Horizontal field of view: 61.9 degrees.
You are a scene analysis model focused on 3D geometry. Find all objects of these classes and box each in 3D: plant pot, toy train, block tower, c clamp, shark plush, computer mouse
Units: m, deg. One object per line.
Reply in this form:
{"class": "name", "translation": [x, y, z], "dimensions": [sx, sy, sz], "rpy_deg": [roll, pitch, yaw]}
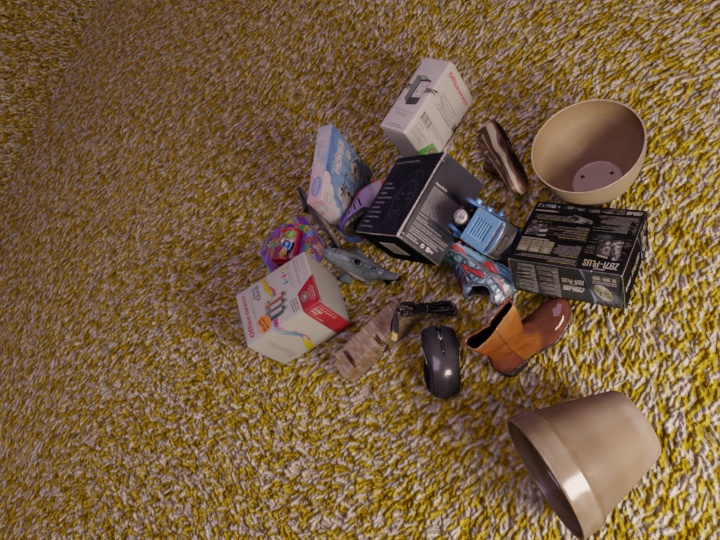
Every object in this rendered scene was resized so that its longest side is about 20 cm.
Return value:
{"class": "plant pot", "translation": [0.441, -0.201, 1.140], "dimensions": [0.199, 0.134, 0.201], "rpy_deg": [-14, 59, 25]}
{"class": "toy train", "translation": [0.252, -0.070, 1.149], "dimensions": [0.114, 0.200, 0.087], "rpy_deg": [42, 106, 35]}
{"class": "plant pot", "translation": [0.353, 0.279, 0.932], "dimensions": [0.173, 0.200, 0.200], "rpy_deg": [-29, 53, -5]}
{"class": "block tower", "translation": [0.033, 0.144, 1.261], "dimensions": [0.200, 0.058, 0.054], "rpy_deg": [-43, 53, 4]}
{"class": "c clamp", "translation": [-0.098, -0.124, 1.436], "dimensions": [0.027, 0.171, 0.200], "rpy_deg": [-32, 64, -7]}
{"class": "shark plush", "translation": [0.000, 0.000, 1.336], "dimensions": [0.200, 0.083, 0.091], "rpy_deg": [34, 85, 38]}
{"class": "computer mouse", "translation": [0.128, 0.144, 1.168], "dimensions": [0.139, 0.046, 0.201], "rpy_deg": [3, 65, -3]}

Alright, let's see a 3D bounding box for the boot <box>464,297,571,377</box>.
{"class": "boot", "translation": [0.278, 0.089, 1.047], "dimensions": [0.188, 0.200, 0.069], "rpy_deg": [-41, 52, 7]}

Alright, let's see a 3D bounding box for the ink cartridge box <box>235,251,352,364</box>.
{"class": "ink cartridge box", "translation": [-0.151, 0.089, 1.344], "dimensions": [0.199, 0.145, 0.146], "rpy_deg": [-32, 54, 14]}

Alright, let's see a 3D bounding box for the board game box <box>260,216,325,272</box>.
{"class": "board game box", "translation": [-0.181, -0.057, 1.502], "dimensions": [0.158, 0.039, 0.200], "rpy_deg": [-42, 52, 6]}

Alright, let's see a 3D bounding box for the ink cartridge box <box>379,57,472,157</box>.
{"class": "ink cartridge box", "translation": [0.156, -0.364, 1.390], "dimensions": [0.084, 0.146, 0.201], "rpy_deg": [28, 81, 39]}

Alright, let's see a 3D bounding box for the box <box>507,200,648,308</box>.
{"class": "box", "translation": [0.394, -0.034, 1.083], "dimensions": [0.199, 0.086, 0.164], "rpy_deg": [10, 51, 34]}

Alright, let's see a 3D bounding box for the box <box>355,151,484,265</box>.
{"class": "box", "translation": [0.119, -0.130, 1.262], "dimensions": [0.197, 0.124, 0.200], "rpy_deg": [-61, 25, -7]}

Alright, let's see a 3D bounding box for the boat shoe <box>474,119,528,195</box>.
{"class": "boat shoe", "translation": [0.297, -0.229, 1.291], "dimensions": [0.075, 0.075, 0.203], "rpy_deg": [-35, 46, 29]}

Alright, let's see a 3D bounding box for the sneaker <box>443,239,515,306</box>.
{"class": "sneaker", "translation": [0.218, 0.006, 1.205], "dimensions": [0.199, 0.079, 0.096], "rpy_deg": [29, 85, 38]}

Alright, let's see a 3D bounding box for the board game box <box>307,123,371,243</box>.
{"class": "board game box", "translation": [-0.044, -0.197, 1.391], "dimensions": [0.043, 0.199, 0.201], "rpy_deg": [-7, 63, 28]}

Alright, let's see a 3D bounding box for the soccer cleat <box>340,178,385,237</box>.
{"class": "soccer cleat", "translation": [0.007, -0.145, 1.374], "dimensions": [0.073, 0.068, 0.200], "rpy_deg": [27, 52, 25]}
